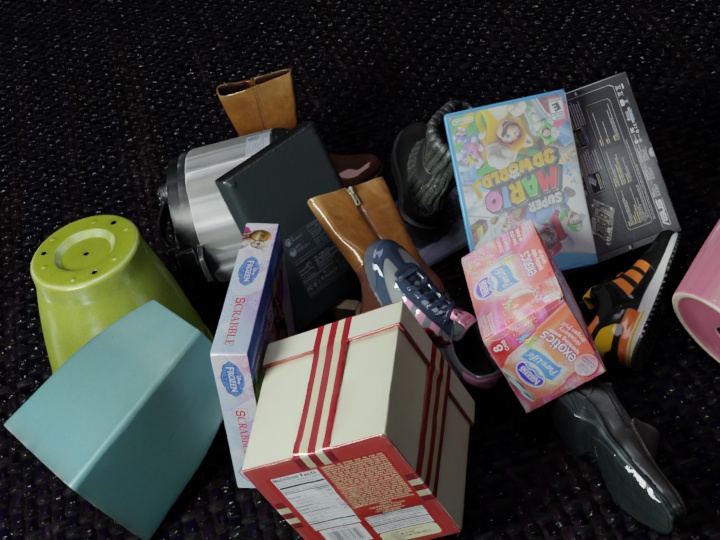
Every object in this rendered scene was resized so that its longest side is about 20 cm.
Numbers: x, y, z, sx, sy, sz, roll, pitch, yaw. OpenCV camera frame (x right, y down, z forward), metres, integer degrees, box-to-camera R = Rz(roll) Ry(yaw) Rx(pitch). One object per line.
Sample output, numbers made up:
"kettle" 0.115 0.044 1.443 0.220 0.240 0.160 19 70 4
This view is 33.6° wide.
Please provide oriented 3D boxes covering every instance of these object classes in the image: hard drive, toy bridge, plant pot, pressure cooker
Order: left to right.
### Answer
"plant pot" -0.290 0.049 1.388 0.198 0.194 0.202 -9 40 8
"plant pot" -0.235 0.144 1.253 0.141 0.142 0.201 27 74 40
"pressure cooker" -0.161 -0.078 1.501 0.197 0.181 0.176 -14 -2 6
"hard drive" -0.069 -0.053 1.398 0.139 0.202 0.033 -36 24 -25
"toy bridge" -0.027 0.110 1.361 0.066 0.027 0.201 3 42 20
"plant pot" 0.426 0.007 1.222 0.179 0.201 0.200 -43 45 -9

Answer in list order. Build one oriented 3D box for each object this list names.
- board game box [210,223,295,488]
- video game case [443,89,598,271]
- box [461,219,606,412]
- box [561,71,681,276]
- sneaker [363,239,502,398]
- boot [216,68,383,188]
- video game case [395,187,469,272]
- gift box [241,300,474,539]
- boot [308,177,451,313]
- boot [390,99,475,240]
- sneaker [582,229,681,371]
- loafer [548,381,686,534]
"board game box" -0.108 0.090 1.274 0.041 0.201 0.201 1 42 7
"video game case" 0.183 -0.093 1.364 0.141 0.203 0.018 -11 1 3
"box" 0.178 0.043 1.263 0.094 0.103 0.201 -29 23 11
"box" 0.269 -0.111 1.404 0.157 0.202 0.048 -21 0 -4
"sneaker" 0.084 0.044 1.268 0.070 0.201 0.082 -40 6 -37
"boot" -0.076 -0.184 1.585 0.186 0.202 0.069 -7 39 10
"video game case" 0.084 -0.052 1.524 0.199 0.019 0.143 -30 42 -16
"gift box" 0.004 0.162 1.178 0.182 0.201 0.188 -14 41 22
"boot" 0.000 0.000 1.337 0.187 0.068 0.202 -24 79 -29
"boot" 0.097 -0.158 1.497 0.078 0.159 0.213 9 43 -11
"sneaker" 0.297 0.021 1.327 0.089 0.070 0.201 11 48 24
"loafer" 0.262 0.171 1.164 0.072 0.073 0.200 -20 41 -13
